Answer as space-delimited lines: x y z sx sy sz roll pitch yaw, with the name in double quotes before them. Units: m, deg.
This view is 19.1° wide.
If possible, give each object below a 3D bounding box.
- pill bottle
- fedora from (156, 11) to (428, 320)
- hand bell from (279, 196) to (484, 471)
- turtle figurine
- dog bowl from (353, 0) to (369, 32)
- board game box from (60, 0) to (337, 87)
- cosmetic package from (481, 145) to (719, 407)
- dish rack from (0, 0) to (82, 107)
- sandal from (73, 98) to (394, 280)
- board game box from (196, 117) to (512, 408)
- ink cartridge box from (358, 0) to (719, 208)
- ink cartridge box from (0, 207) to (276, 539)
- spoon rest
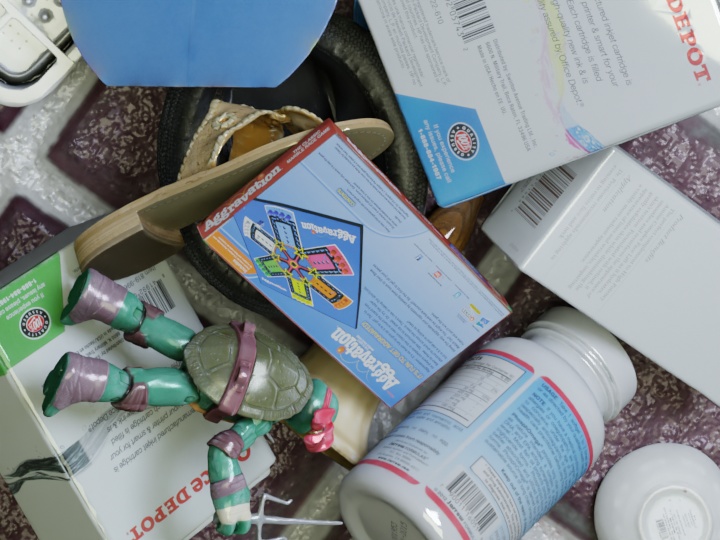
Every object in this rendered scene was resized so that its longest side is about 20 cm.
"pill bottle" 0.087 0.115 1.388 0.200 0.109 0.109 -41 102 -28
"fedora" -0.033 -0.072 1.372 0.200 0.092 0.201 4 102 18
"hand bell" 0.019 0.027 1.423 0.104 0.104 0.200 37 81 -10
"turtle figurine" -0.088 0.074 1.302 0.200 0.150 0.101 23 122 -17
"dog bowl" 0.097 -0.171 1.364 0.200 0.050 0.112 -10 75 20
"board game box" -0.092 -0.190 1.324 0.200 0.039 0.158 2 88 24
"cosmetic package" 0.189 -0.005 1.397 0.200 0.074 0.102 34 99 -30
"dish rack" -0.213 -0.225 1.367 0.172 0.044 0.200 44 93 -10
"sandal" -0.088 -0.070 1.302 0.211 0.078 0.070 -26 68 13
"board game box" 0.000 0.000 1.305 0.103 0.019 0.200 -39 130 8
"ink cartridge box" 0.120 -0.141 1.271 0.200 0.085 0.145 -20 95 18
"ink cartridge box" -0.166 0.082 1.369 0.147 0.083 0.200 -36 103 -38
"spoon rest" 0.224 0.219 1.482 0.099 0.061 0.200 -15 87 -4
